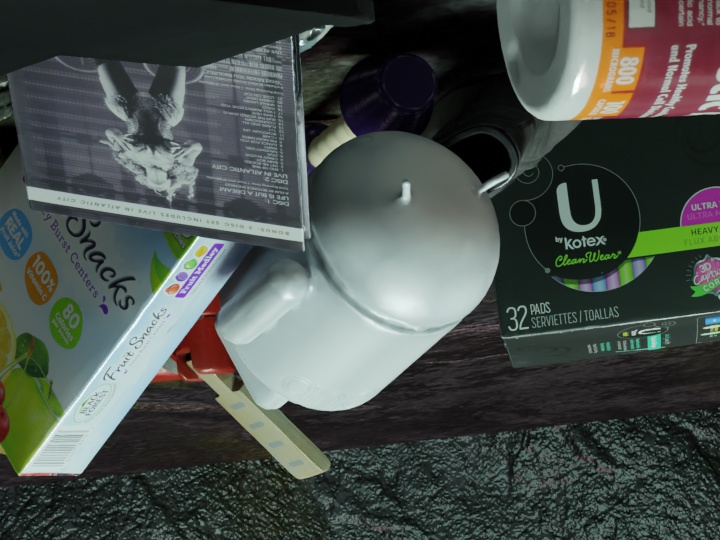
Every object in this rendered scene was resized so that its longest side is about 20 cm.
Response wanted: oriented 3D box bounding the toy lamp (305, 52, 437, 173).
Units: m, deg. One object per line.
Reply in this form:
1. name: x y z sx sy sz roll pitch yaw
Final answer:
1. toy lamp: -0.001 -0.086 1.730 0.058 0.059 0.200 -4 169 -17

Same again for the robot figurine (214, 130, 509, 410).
1. robot figurine: 0.000 0.000 1.571 0.169 0.113 0.200 -22 165 -42

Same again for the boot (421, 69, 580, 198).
1. boot: 0.053 -0.064 1.696 0.132 0.070 0.200 -40 179 -39

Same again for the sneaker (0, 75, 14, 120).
1. sneaker: -0.253 -0.113 1.453 0.199 0.077 0.089 -4 -159 -21

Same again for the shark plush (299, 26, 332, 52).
1. shark plush: -0.024 -0.154 1.424 0.083 0.091 0.200 -31 174 -44

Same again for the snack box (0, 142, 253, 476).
1. snack box: -0.153 -0.005 1.605 0.053 0.142 0.200 3 134 -49

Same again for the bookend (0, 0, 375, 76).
1. bookend: -0.134 -0.137 1.266 0.198 0.093 0.199 -15 169 43

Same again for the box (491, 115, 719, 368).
1. box: 0.185 -0.027 1.912 0.199 0.149 0.124 -8 169 5

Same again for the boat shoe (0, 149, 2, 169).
1. boat shoe: -0.241 -0.070 1.640 0.074 0.076 0.200 -9 179 -27

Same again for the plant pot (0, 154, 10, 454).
1. plant pot: -0.297 0.011 1.793 0.199 0.187 0.186 6 170 1

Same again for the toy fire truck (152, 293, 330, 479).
1. toy fire truck: -0.102 0.050 1.995 0.128 0.201 0.176 -4 169 -15

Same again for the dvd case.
1. dvd case: -0.100 -0.086 1.424 0.148 0.016 0.200 9 142 8

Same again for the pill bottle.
1. pill bottle: 0.177 -0.133 1.428 0.199 0.115 0.114 -4 169 -17
